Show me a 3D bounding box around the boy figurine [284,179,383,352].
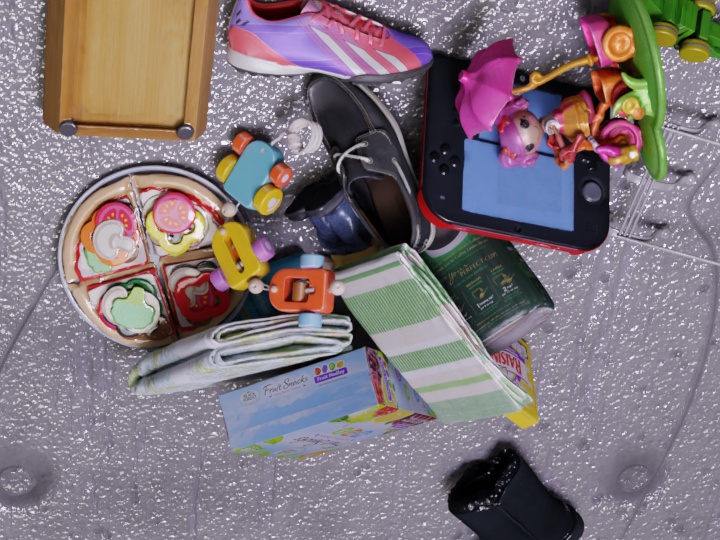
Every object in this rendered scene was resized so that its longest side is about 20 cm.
[{"bbox_3d":[0.000,0.000,1.592,0.124,0.064,0.201,-2,127,46],"label":"boy figurine"}]

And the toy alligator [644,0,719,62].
[{"bbox_3d":[0.328,-0.230,1.524,0.199,0.060,0.054,20,161,-25],"label":"toy alligator"}]

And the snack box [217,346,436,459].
[{"bbox_3d":[-0.031,0.143,1.623,0.167,0.068,0.200,-18,164,15],"label":"snack box"}]

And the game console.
[{"bbox_3d":[0.152,-0.112,1.512,0.198,0.178,0.031,11,163,-17],"label":"game console"}]

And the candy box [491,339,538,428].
[{"bbox_3d":[0.125,0.084,1.642,0.026,0.103,0.200,-22,142,28],"label":"candy box"}]

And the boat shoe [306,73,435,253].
[{"bbox_3d":[0.006,-0.105,1.490,0.072,0.068,0.201,-29,87,24],"label":"boat shoe"}]

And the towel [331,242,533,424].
[{"bbox_3d":[0.064,0.065,1.505,0.200,0.023,0.152,50,150,-13],"label":"towel"}]

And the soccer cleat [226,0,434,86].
[{"bbox_3d":[-0.025,-0.220,1.458,0.198,0.068,0.074,2,120,-9],"label":"soccer cleat"}]

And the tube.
[{"bbox_3d":[-0.142,0.036,1.628,0.199,0.050,0.078,-20,112,10],"label":"tube"}]

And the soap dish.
[{"bbox_3d":[-0.209,-0.210,1.421,0.156,0.081,0.201,2,125,-12],"label":"soap dish"}]

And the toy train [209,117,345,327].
[{"bbox_3d":[-0.073,-0.041,1.513,0.149,0.202,0.056,-6,171,28],"label":"toy train"}]

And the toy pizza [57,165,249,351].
[{"bbox_3d":[-0.206,-0.007,1.564,0.198,0.032,0.202,-1,112,-3],"label":"toy pizza"}]

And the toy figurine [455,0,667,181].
[{"bbox_3d":[0.183,-0.158,1.473,0.183,0.150,0.201,-15,113,-2],"label":"toy figurine"}]

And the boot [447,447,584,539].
[{"bbox_3d":[0.150,0.313,1.843,0.200,0.077,0.168,-42,125,10],"label":"boot"}]

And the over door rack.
[{"bbox_3d":[0.367,-0.075,1.614,0.199,0.067,0.149,21,121,2],"label":"over door rack"}]

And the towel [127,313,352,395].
[{"bbox_3d":[-0.121,0.083,1.566,0.170,0.049,0.200,-5,170,-33],"label":"towel"}]

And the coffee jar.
[{"bbox_3d":[0.102,-0.019,1.544,0.104,0.201,0.085,-33,163,15],"label":"coffee jar"}]
